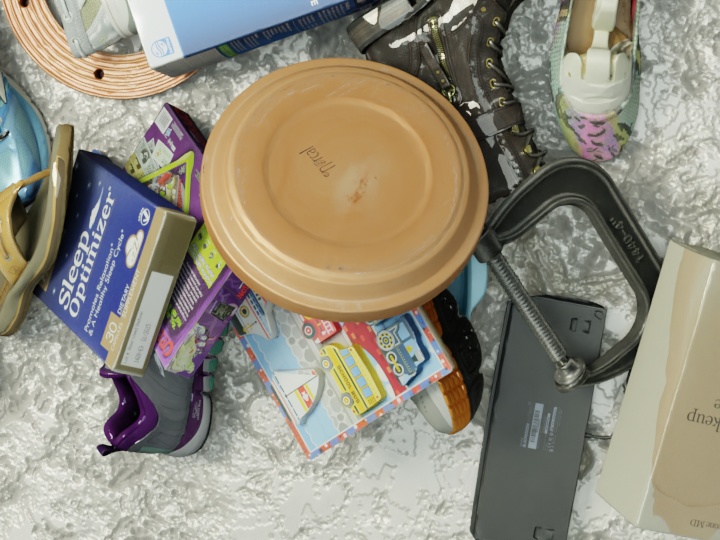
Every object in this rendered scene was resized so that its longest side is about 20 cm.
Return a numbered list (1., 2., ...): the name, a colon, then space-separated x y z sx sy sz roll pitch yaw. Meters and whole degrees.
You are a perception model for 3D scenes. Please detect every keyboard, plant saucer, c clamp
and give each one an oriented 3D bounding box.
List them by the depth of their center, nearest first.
1. plant saucer: -0.010 -0.061 1.120 0.199 0.032 0.201 2 63 -5
2. c clamp: 0.137 0.011 1.185 0.171 0.027 0.200 -45 113 -10
3. keyboard: 0.159 0.122 1.251 0.126 0.021 0.201 11 99 10

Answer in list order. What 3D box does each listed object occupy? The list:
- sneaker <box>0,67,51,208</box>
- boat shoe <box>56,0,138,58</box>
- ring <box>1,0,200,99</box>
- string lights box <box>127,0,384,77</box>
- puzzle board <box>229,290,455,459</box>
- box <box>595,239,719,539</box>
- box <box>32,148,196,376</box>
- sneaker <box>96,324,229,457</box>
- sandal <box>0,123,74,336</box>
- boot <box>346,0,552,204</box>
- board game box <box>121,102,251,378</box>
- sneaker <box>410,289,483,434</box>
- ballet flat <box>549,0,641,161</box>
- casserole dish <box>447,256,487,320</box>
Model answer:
1. sneaker: -0.309 -0.137 1.269 0.078 0.090 0.201 -22 94 11
2. boat shoe: -0.230 -0.262 1.234 0.065 0.074 0.203 -25 98 7
3. ring: -0.186 -0.234 1.274 0.199 0.019 0.202 1 96 9
4. string lights box: -0.062 -0.202 1.200 0.199 0.103 0.059 -19 92 3
5. puzzle board: -0.037 0.020 1.183 0.151 0.017 0.201 -35 81 32
6. box: 0.250 0.089 1.188 0.095 0.078 0.201 11 99 -16
7. box: -0.193 -0.014 1.223 0.032 0.200 0.122 14 101 -34
8. sneaker: -0.153 0.048 1.253 0.074 0.087 0.201 14 101 50
9. sandal: -0.263 -0.027 1.249 0.054 0.081 0.200 16 130 -22
10. boot: 0.098 -0.138 1.189 0.199 0.069 0.175 -27 88 21
11. board game box: -0.135 -0.026 1.208 0.032 0.200 0.120 28 107 -39
12. sneaker: 0.016 0.034 1.207 0.092 0.076 0.201 -30 83 33
13. ballet flat: 0.175 -0.179 1.189 0.069 0.071 0.201 4 97 2
14. casserole dish: 0.000 0.000 1.256 0.199 0.039 0.122 0 96 11
